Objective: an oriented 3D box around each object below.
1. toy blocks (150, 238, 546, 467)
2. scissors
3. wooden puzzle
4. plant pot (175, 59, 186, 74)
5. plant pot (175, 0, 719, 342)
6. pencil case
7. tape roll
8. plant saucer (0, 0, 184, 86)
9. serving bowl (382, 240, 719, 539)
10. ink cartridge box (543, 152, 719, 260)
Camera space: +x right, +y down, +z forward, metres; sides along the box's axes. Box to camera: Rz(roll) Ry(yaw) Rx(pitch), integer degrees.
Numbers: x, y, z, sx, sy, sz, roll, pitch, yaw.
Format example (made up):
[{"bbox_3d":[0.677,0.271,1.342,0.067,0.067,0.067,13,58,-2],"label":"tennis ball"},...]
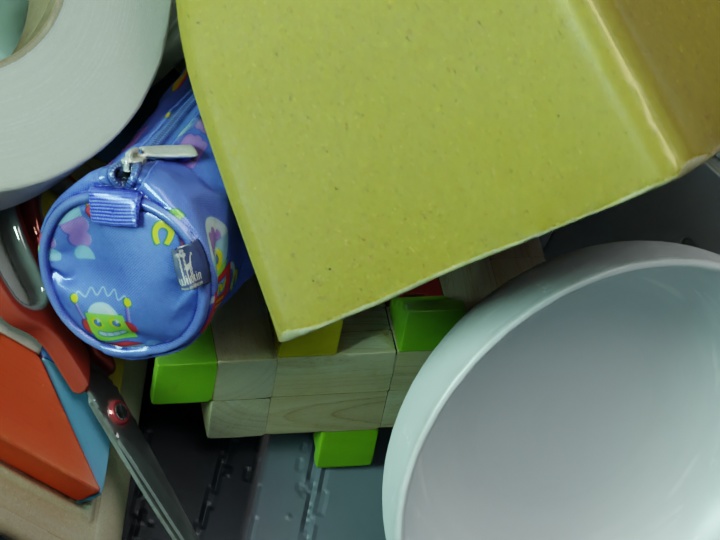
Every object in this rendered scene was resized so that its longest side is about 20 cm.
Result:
[{"bbox_3d":[0.000,0.000,1.223,0.199,0.100,0.137,-2,48,-12],"label":"toy blocks"},{"bbox_3d":[-0.109,0.049,1.122,0.073,0.014,0.201,-16,86,-56],"label":"scissors"},{"bbox_3d":[-0.146,0.009,1.128,0.200,0.037,0.186,38,46,-40],"label":"wooden puzzle"},{"bbox_3d":[0.005,-0.193,1.272,0.199,0.190,0.201,9,57,-14],"label":"plant pot"},{"bbox_3d":[0.041,-0.120,1.086,0.194,0.195,0.201,-34,98,-54],"label":"plant pot"},{"bbox_3d":[-0.056,-0.047,1.144,0.078,0.087,0.200,14,37,19],"label":"pencil case"},{"bbox_3d":[-0.168,-0.120,1.087,0.202,0.037,0.204,10,70,-27],"label":"tape roll"},{"bbox_3d":[-0.117,-0.164,1.213,0.050,0.200,0.201,23,49,-41],"label":"plant saucer"},{"bbox_3d":[0.094,0.071,1.162,0.199,0.201,0.066,-7,29,-21],"label":"serving bowl"},{"bbox_3d":[0.186,-0.067,1.281,0.083,0.147,0.200,41,56,12],"label":"ink cartridge box"}]
